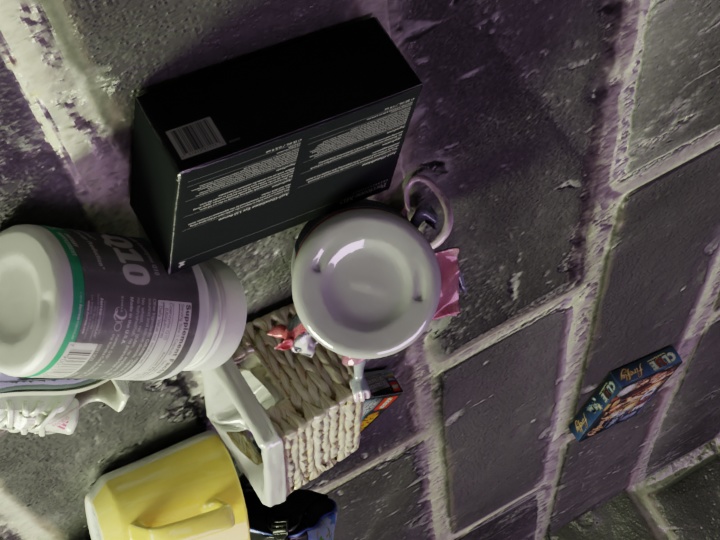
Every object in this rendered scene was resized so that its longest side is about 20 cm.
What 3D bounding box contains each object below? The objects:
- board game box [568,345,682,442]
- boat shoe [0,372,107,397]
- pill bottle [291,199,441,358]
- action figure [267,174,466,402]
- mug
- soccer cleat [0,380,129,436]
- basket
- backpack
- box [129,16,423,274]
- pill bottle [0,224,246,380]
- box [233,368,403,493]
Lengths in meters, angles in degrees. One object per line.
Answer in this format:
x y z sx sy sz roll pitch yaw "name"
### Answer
0.445 0.209 2.393 0.135 0.035 0.200 -20 155 -25 "board game box"
-0.259 0.060 1.153 0.200 0.073 0.062 -11 154 -30 "boat shoe"
0.000 0.000 1.200 0.120 0.120 0.200 -32 -172 1 "pill bottle"
0.007 0.026 1.337 0.200 0.134 0.149 -26 156 -18 "action figure"
-0.213 0.256 1.538 0.153 0.150 0.187 -13 151 -20 "mug"
-0.287 0.106 1.192 0.200 0.086 0.070 -17 153 -31 "soccer cleat"
-0.079 0.136 1.459 0.123 0.136 0.200 -29 158 -16 "basket"
-0.124 0.345 1.745 0.183 0.147 0.200 5 -173 16 "backpack"
-0.067 -0.093 1.070 0.200 0.079 0.141 -22 154 -22 "box"
-0.191 0.029 1.105 0.113 0.113 0.200 -44 151 27 "pill bottle"
-0.057 0.196 1.727 0.137 0.040 0.200 -5 146 -48 "box"
